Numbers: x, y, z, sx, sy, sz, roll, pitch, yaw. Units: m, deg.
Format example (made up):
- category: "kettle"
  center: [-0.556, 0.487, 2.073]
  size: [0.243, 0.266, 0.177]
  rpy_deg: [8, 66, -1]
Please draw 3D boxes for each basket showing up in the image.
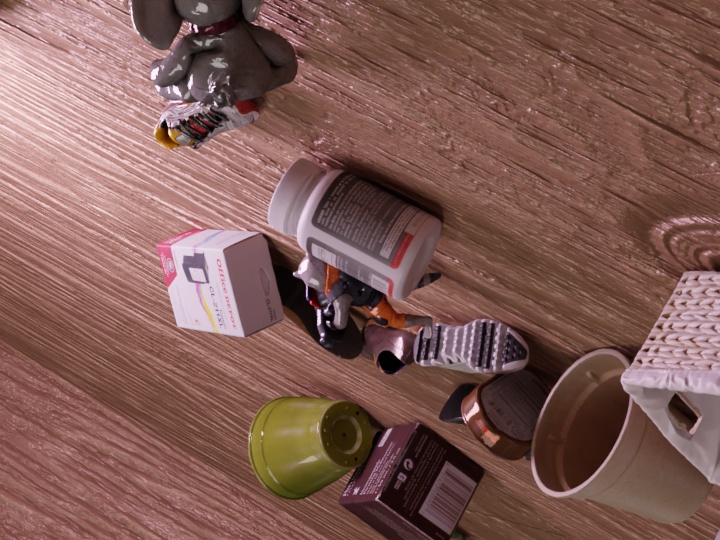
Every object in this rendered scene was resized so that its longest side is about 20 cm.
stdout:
- category: "basket"
  center: [0.418, 0.114, 1.338]
  size: [0.198, 0.162, 0.199]
  rpy_deg: [44, 157, -26]

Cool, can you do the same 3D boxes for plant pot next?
- category: "plant pot"
  center: [-0.080, 0.326, 2.478]
  size: [0.200, 0.202, 0.192]
  rpy_deg: [41, 145, -22]
- category: "plant pot"
  center: [0.352, 0.230, 1.675]
  size: [0.182, 0.203, 0.200]
  rpy_deg: [27, 161, -20]

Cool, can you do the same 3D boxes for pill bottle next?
- category: "pill bottle"
  center: [-0.008, -0.056, 1.633]
  size: [0.198, 0.115, 0.114]
  rpy_deg: [28, 158, 13]

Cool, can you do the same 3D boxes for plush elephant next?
- category: "plush elephant"
  center: [-0.154, -0.260, 1.379]
  size: [0.162, 0.157, 0.200]
  rpy_deg: [-8, -166, -1]

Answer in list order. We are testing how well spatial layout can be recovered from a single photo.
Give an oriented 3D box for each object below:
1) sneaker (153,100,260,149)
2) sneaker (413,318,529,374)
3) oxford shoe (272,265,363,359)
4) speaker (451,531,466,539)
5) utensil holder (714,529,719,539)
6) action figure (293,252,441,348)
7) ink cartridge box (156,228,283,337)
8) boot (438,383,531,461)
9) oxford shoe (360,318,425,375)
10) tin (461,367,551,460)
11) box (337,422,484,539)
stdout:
- category: "sneaker"
  center: [-0.197, -0.190, 1.654]
  size: [0.078, 0.083, 0.199]
  rpy_deg: [42, 156, -24]
- category: "sneaker"
  center: [0.167, 0.112, 1.827]
  size: [0.080, 0.076, 0.198]
  rpy_deg: [24, 166, -39]
- category: "oxford shoe"
  center: [-0.073, 0.070, 2.064]
  size: [0.200, 0.071, 0.071]
  rpy_deg: [41, 165, 12]
- category: "speaker"
  center: [0.128, 0.554, 2.784]
  size: [0.199, 0.089, 0.088]
  rpy_deg: [34, 159, -3]
- category: "utensil holder"
  center: [0.549, 0.442, 1.799]
  size: [0.168, 0.201, 0.171]
  rpy_deg: [27, 158, 12]
- category: "action figure"
  center: [0.000, 0.000, 1.720]
  size: [0.191, 0.203, 0.105]
  rpy_deg: [9, 147, -32]
- category: "ink cartridge box"
  center: [-0.223, 0.017, 2.052]
  size: [0.199, 0.082, 0.148]
  rpy_deg: [4, 112, 51]
- category: "boot"
  center: [0.230, 0.254, 2.024]
  size: [0.174, 0.070, 0.199]
  rpy_deg: [42, 155, -20]
- category: "oxford shoe"
  center: [0.036, 0.121, 2.003]
  size: [0.071, 0.073, 0.200]
  rpy_deg: [37, 159, -13]
- category: "tin"
  center: [0.212, 0.193, 1.786]
  size: [0.112, 0.199, 0.042]
  rpy_deg: [51, 121, 11]
- category: "box"
  center: [0.091, 0.400, 2.394]
  size: [0.163, 0.167, 0.200]
  rpy_deg: [36, 158, -12]
